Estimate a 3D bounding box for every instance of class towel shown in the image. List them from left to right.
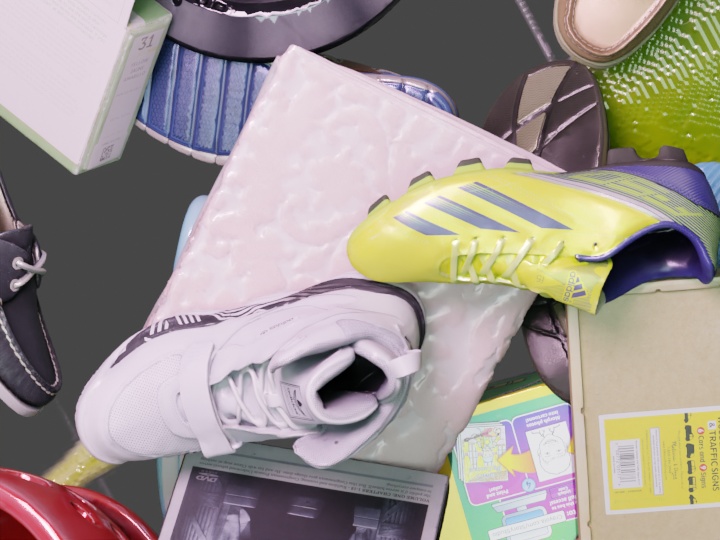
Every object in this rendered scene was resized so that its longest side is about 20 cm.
[{"bbox_3d":[0.000,0.000,1.331,0.190,0.032,0.201,26,102,-10],"label":"towel"}]

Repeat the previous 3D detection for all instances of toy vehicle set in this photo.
[{"bbox_3d":[0.179,0.100,1.323,0.124,0.027,0.201,-3,100,2],"label":"toy vehicle set"}]

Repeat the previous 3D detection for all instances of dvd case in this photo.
[{"bbox_3d":[-0.042,0.178,1.282,0.149,0.201,0.025,9,136,6],"label":"dvd case"}]

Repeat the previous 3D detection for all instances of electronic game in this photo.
[{"bbox_3d":[-0.053,-0.211,1.352,0.199,0.042,0.201,-2,73,6],"label":"electronic game"}]

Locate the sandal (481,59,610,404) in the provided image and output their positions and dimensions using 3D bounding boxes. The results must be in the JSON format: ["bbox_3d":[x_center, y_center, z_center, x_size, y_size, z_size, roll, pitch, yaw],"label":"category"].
[{"bbox_3d":[0.116,-0.020,1.378,0.079,0.057,0.202,-12,78,22],"label":"sandal"}]

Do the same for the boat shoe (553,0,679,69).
[{"bbox_3d":[0.170,-0.206,1.348,0.074,0.066,0.201,29,94,2],"label":"boat shoe"}]

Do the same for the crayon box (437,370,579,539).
[{"bbox_3d":[0.094,0.124,1.402,0.199,0.058,0.119,-16,96,5],"label":"crayon box"}]

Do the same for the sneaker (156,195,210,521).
[{"bbox_3d":[-0.047,0.063,1.394,0.130,0.080,0.201,7,98,4],"label":"sneaker"}]

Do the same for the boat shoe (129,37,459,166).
[{"bbox_3d":[-0.042,-0.092,1.376,0.199,0.072,0.073,14,99,6],"label":"boat shoe"}]

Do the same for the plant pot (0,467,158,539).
[{"bbox_3d":[-0.198,0.210,1.351,0.199,0.182,0.202,-2,84,20],"label":"plant pot"}]

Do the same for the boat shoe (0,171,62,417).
[{"bbox_3d":[-0.217,-0.014,1.396,0.060,0.076,0.201,-26,96,12],"label":"boat shoe"}]

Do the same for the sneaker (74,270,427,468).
[{"bbox_3d":[-0.057,0.062,1.268,0.199,0.115,0.075,-19,105,1],"label":"sneaker"}]

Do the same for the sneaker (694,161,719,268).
[{"bbox_3d":[0.205,0.038,1.374,0.076,0.081,0.201,-8,93,4],"label":"sneaker"}]

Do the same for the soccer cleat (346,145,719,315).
[{"bbox_3d":[0.093,-0.014,1.272,0.199,0.065,0.084,-8,63,-4],"label":"soccer cleat"}]

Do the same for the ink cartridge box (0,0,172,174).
[{"bbox_3d":[-0.166,-0.174,1.326,0.145,0.048,0.201,38,124,21],"label":"ink cartridge box"}]
